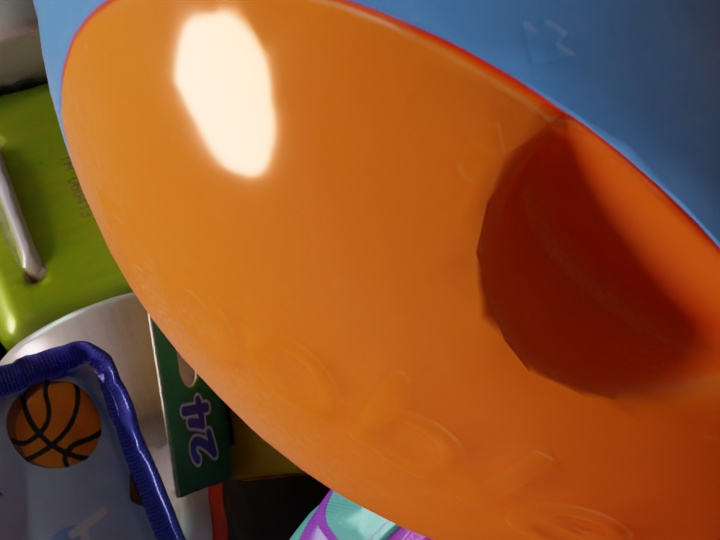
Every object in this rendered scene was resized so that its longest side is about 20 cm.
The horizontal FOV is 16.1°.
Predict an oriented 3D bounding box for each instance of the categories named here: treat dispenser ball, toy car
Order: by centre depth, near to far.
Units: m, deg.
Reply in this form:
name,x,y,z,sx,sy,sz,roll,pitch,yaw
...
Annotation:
name,x,y,z,sx,sy,sz,roll,pitch,yaw
treat dispenser ball,0.049,-0.051,0.406,0.201,0.201,0.201,-51,0,0
toy car,-0.141,0.004,0.916,0.200,0.175,0.150,-22,-18,-2

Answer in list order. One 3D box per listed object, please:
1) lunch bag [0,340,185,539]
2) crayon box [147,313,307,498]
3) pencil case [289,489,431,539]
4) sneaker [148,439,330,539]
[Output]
name,x,y,z,sx,sy,sz,roll,pitch,yaw
lunch bag,-0.093,0.142,0.734,0.124,0.200,0.170,-19,-13,-19
crayon box,0.000,0.000,0.892,0.052,0.126,0.200,-7,3,30
pencil case,0.042,0.048,0.611,0.200,0.085,0.092,-52,-29,18
sneaker,-0.044,0.081,0.915,0.077,0.082,0.200,-21,35,39
